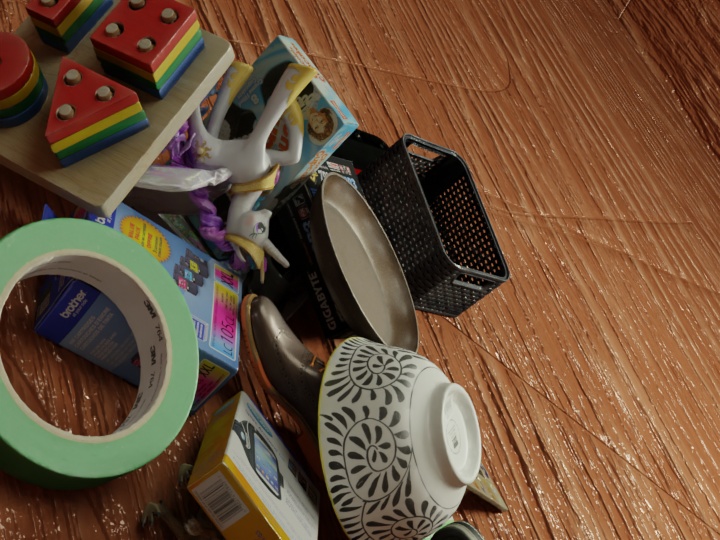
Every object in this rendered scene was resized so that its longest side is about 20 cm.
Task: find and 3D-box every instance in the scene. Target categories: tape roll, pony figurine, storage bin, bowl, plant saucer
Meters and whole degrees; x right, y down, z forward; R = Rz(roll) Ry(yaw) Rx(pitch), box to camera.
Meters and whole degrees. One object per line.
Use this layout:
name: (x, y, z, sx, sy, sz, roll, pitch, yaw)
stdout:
tape roll: (-0.220, 0.062, 0.956, 0.198, 0.048, 0.204, 16, 63, -34)
pony figurine: (-0.142, -0.103, 1.169, 0.190, 0.203, 0.167, 12, -4, 1)
storage bin: (0.090, -0.056, 1.575, 0.134, 0.093, 0.202, 14, 49, -46)
bowl: (0.050, 0.152, 1.113, 0.200, 0.093, 0.204, 39, 45, -54)
plant saucer: (0.000, 0.000, 1.247, 0.201, 0.032, 0.202, 56, 20, -32)

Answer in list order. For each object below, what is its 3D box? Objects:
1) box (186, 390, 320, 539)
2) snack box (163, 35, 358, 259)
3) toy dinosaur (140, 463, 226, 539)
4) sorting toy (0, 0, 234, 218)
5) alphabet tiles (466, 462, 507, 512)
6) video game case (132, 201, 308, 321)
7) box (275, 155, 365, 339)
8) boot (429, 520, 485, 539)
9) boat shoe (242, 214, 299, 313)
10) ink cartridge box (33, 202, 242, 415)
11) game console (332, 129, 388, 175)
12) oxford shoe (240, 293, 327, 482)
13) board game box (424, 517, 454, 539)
box: (-0.082, 0.177, 1.022, 0.120, 0.041, 0.200, 55, 5, -9)
snack box: (-0.105, -0.121, 1.251, 0.117, 0.200, 0.037, 52, 23, 15)
toy dinosaur: (-0.123, 0.206, 0.998, 0.101, 0.058, 0.201, 50, 9, -32)
sorting toy: (-0.249, -0.177, 1.104, 0.198, 0.200, 0.070, 26, -23, 21)
alphabet tiles: (0.088, 0.165, 1.312, 0.169, 0.007, 0.200, 61, 8, 27)
video game case: (-0.139, -0.028, 1.318, 0.200, 0.018, 0.143, 46, 26, -2)
box: (-0.023, -0.028, 1.347, 0.201, 0.049, 0.200, 67, 16, 7)
boot: (0.147, 0.302, 1.175, 0.206, 0.073, 0.153, 61, 34, -4)
boat shoe: (-0.082, -0.020, 1.305, 0.067, 0.057, 0.201, 37, 28, -17)
ink cartridge box: (-0.204, 0.020, 1.098, 0.198, 0.076, 0.137, 31, 30, -25)
game console: (-0.007, -0.120, 1.634, 0.198, 0.031, 0.179, 13, 48, -47)
oxford shoe: (-0.042, 0.100, 1.153, 0.202, 0.072, 0.072, 59, 22, -19)
board game box: (0.051, 0.236, 1.221, 0.095, 0.030, 0.202, 21, 34, -41)
